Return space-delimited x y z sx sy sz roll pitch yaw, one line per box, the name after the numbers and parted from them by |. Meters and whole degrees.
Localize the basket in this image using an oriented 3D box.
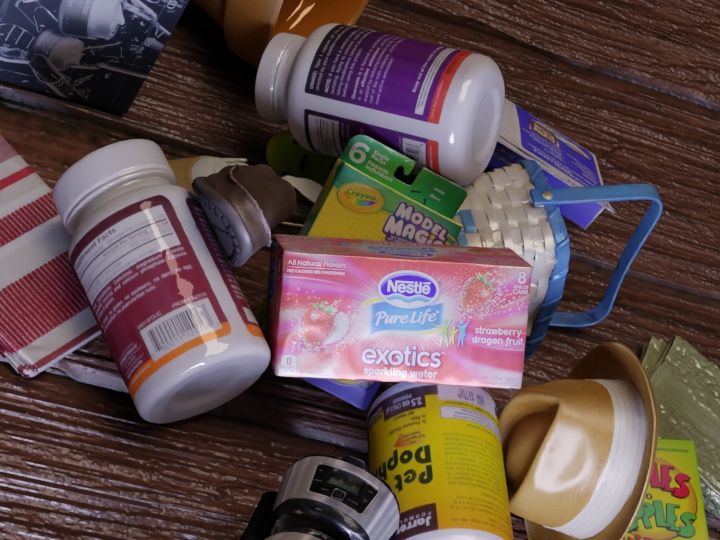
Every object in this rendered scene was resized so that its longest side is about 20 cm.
0.150 -0.012 1.792 0.198 0.177 0.140 4 47 -17 | basket

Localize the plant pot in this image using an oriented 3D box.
-0.097 -0.302 1.871 0.183 0.201 0.200 32 42 17 | plant pot

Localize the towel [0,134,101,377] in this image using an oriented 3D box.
-0.279 -0.017 1.631 0.200 0.023 0.144 48 43 7 | towel

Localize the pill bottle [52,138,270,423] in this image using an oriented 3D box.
-0.159 0.007 1.600 0.114 0.114 0.201 -11 65 -38 | pill bottle

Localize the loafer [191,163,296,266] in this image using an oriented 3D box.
-0.089 -0.058 1.626 0.073 0.071 0.200 64 -1 -13 | loafer

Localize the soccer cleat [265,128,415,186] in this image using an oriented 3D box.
0.000 -0.101 1.862 0.199 0.065 0.084 3 24 -26 | soccer cleat

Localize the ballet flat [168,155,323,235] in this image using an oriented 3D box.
-0.090 -0.067 1.762 0.199 0.063 0.069 15 49 -22 | ballet flat

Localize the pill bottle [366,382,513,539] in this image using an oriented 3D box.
0.064 0.191 1.620 0.109 0.109 0.201 14 49 -23 | pill bottle

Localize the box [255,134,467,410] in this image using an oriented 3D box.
0.000 0.000 1.685 0.117 0.201 0.048 26 2 -11 | box

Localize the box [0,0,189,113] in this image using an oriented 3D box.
-0.243 -0.251 1.712 0.181 0.200 0.105 13 48 -23 | box

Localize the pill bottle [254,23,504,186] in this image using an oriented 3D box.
0.015 -0.145 1.746 0.199 0.113 0.113 15 40 21 | pill bottle

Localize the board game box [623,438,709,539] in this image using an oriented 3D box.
0.239 0.236 1.722 0.101 0.048 0.201 4 52 -7 | board game box

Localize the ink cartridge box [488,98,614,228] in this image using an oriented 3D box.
0.136 -0.116 1.902 0.197 0.044 0.200 31 15 -9 | ink cartridge box

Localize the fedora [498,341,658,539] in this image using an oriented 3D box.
0.160 0.146 1.653 0.081 0.201 0.202 14 49 -23 | fedora

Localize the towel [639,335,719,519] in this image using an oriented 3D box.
0.322 0.156 1.868 0.200 0.037 0.149 38 43 1 | towel

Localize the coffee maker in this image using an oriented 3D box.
-0.062 0.251 1.470 0.135 0.192 0.200 44 27 -3 | coffee maker

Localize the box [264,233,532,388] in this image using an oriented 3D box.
0.028 0.031 1.621 0.198 0.104 0.095 4 8 -9 | box
